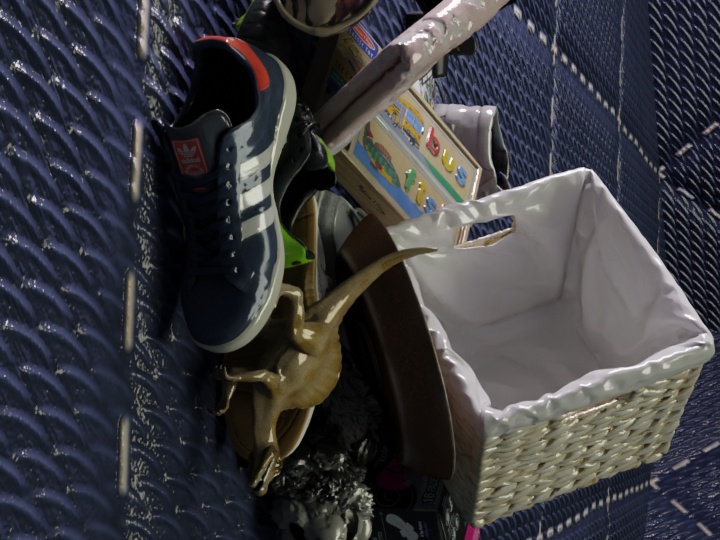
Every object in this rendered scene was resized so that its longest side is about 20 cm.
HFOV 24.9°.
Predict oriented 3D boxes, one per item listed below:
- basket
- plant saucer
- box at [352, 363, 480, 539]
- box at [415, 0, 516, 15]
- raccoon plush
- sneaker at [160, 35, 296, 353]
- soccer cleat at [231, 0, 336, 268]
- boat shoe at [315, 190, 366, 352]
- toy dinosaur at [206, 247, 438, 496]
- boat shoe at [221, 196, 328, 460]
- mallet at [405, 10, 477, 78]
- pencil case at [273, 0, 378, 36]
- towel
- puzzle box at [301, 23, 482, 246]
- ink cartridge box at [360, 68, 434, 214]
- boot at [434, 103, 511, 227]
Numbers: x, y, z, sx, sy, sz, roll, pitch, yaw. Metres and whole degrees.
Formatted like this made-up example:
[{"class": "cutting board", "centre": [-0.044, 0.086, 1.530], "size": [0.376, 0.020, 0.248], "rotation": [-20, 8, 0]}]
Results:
[{"class": "basket", "centre": [0.129, 0.058, 1.259], "size": [0.161, 0.198, 0.200], "rotation": [95, -28, -52]}, {"class": "plant saucer", "centre": [0.020, 0.059, 1.179], "size": [0.200, 0.034, 0.201], "rotation": [163, -90, -80]}, {"class": "box", "centre": [0.037, 0.174, 1.370], "size": [0.200, 0.115, 0.132], "rotation": [-71, 155, -51]}, {"class": "box", "centre": [0.049, -0.307, 1.260], "size": [0.200, 0.104, 0.148], "rotation": [64, 8, 20]}, {"class": "raccoon plush", "centre": [-0.022, 0.118, 1.224], "size": [0.134, 0.097, 0.200], "rotation": [83, 16, -51]}, {"class": "sneaker", "centre": [-0.092, -0.052, 1.014], "size": [0.085, 0.075, 0.200], "rotation": [32, 57, -59]}, {"class": "soccer cleat", "centre": [-0.054, -0.092, 1.098], "size": [0.068, 0.081, 0.200], "rotation": [52, 40, -65]}, {"class": "boat shoe", "centre": [0.000, 0.002, 1.318], "size": [0.202, 0.065, 0.075], "rotation": [68, 28, -50]}, {"class": "toy dinosaur", "centre": [-0.042, 0.044, 1.067], "size": [0.101, 0.058, 0.200], "rotation": [37, 83, -37]}, {"class": "boat shoe", "centre": [-0.051, 0.037, 1.142], "size": [0.069, 0.071, 0.200], "rotation": [45, 49, -72]}, {"class": "mallet", "centre": [0.076, -0.215, 1.482], "size": [0.200, 0.041, 0.066], "rotation": [-176, -99, -81]}, {"class": "pencil case", "centre": [-0.022, -0.214, 1.133], "size": [0.200, 0.078, 0.090], "rotation": [-89, -171, -78]}, {"class": "towel", "centre": [0.034, -0.148, 1.172], "size": [0.032, 0.191, 0.200], "rotation": [48, 47, -3]}, {"class": "puzzle box", "centre": [0.026, -0.099, 1.326], "size": [0.200, 0.025, 0.133], "rotation": [46, 40, -32]}, {"class": "ink cartridge box", "centre": [0.036, -0.081, 1.460], "size": [0.109, 0.050, 0.200], "rotation": [-48, 136, -66]}, {"class": "boot", "centre": [0.100, -0.067, 1.597], "size": [0.074, 0.095, 0.200], "rotation": [-60, 147, -58]}]
